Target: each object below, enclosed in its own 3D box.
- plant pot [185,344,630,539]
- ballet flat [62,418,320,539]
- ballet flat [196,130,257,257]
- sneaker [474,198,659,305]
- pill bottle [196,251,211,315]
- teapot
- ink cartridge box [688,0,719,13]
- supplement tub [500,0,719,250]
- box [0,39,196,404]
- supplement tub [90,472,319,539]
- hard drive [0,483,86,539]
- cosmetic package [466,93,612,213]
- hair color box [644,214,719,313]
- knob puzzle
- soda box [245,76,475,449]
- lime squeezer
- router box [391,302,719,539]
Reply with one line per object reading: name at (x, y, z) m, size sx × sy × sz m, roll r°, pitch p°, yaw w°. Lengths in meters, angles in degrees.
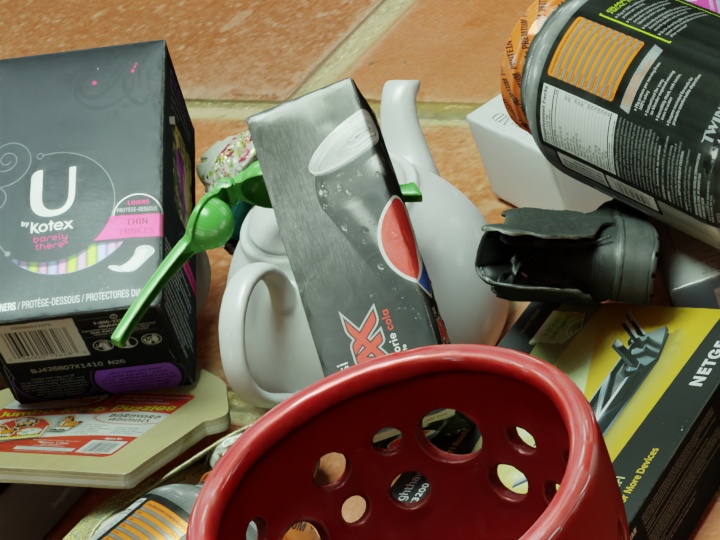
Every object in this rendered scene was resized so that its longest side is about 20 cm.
plant pot at (0.041, 0.163, 1.007) m, size 0.199 × 0.183 × 0.201 m, roll -18°, pitch 30°, yaw 11°
ballet flat at (-0.104, 0.145, 1.242) m, size 0.199 × 0.071 × 0.071 m, roll -33°, pitch 31°, yaw -21°
ballet flat at (-0.080, -0.050, 1.433) m, size 0.064 × 0.200 × 0.076 m, roll 43°, pitch 74°, yaw 16°
sneaker at (0.115, -0.012, 1.246) m, size 0.103 × 0.061 × 0.200 m, roll 5°, pitch 6°, yaw -1°
pill bottle at (-0.190, -0.016, 1.520) m, size 0.110 × 0.111 × 0.200 m, roll -36°, pitch 33°, yaw -21°
teapot at (-0.009, -0.006, 1.346) m, size 0.196 × 0.147 × 0.200 m, roll -26°, pitch 31°, yaw -4°
ink cartridge box at (0.286, -0.145, 1.372) m, size 0.198 × 0.042 × 0.120 m, roll 9°, pitch 39°, yaw -5°
supplement tub at (0.180, -0.093, 1.237) m, size 0.122 × 0.123 × 0.200 m, roll -36°, pitch 41°, yaw -21°
box at (-0.171, -0.032, 1.355) m, size 0.121 × 0.106 × 0.201 m, roll -6°, pitch 58°, yaw 5°
supplement tub at (-0.114, 0.196, 1.107) m, size 0.200 × 0.123 × 0.122 m, roll -37°, pitch 33°, yaw -23°
hard drive at (-0.277, 0.173, 1.350) m, size 0.134 × 0.043 × 0.200 m, roll 9°, pitch 43°, yaw 43°
cosmetic package at (0.184, -0.115, 1.459) m, size 0.199 × 0.072 × 0.101 m, roll -34°, pitch 32°, yaw -17°
hair color box at (0.224, -0.032, 1.312) m, size 0.098 × 0.061 × 0.200 m, roll -19°, pitch 31°, yaw 7°
knob puzzle at (-0.167, 0.100, 1.334) m, size 0.218 × 0.031 × 0.220 m, roll -7°, pitch 15°, yaw 2°
soda box at (0.000, 0.000, 1.194) m, size 0.070 × 0.063 × 0.201 m, roll -20°, pitch 73°, yaw 8°
lime squeezer at (-0.067, -0.024, 1.261) m, size 0.199 × 0.038 × 0.071 m, roll -26°, pitch 74°, yaw -8°
router box at (0.122, 0.098, 1.184) m, size 0.156 × 0.052 × 0.200 m, roll 2°, pitch 38°, yaw 38°
